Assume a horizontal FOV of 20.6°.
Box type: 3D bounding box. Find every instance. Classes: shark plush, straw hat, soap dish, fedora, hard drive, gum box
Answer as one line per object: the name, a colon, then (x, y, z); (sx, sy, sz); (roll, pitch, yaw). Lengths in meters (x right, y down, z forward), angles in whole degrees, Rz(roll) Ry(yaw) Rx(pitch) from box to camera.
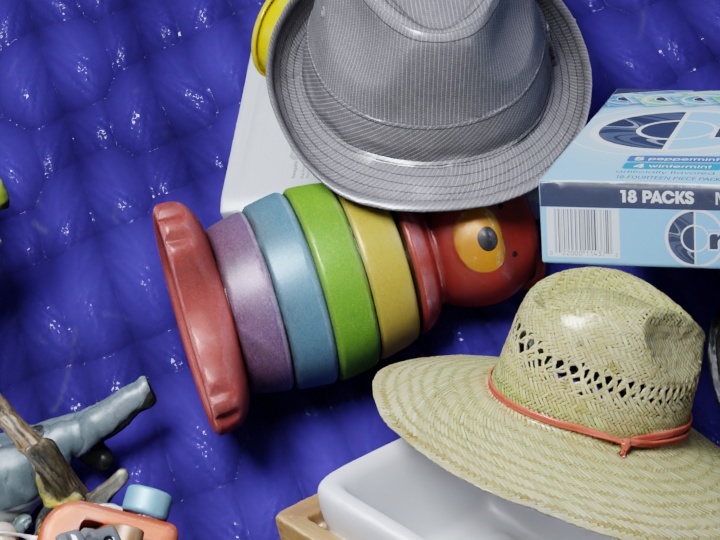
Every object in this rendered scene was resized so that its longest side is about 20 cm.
shark plush: (-0.202, 0.112, 1.049); (0.198, 0.084, 0.091); (-13, 53, 7)
straw hat: (0.112, 0.046, 0.930); (0.200, 0.200, 0.086); (27, 110, 30)
soap dish: (0.081, 0.148, 0.905); (0.199, 0.082, 0.157); (28, 30, 31)
fedora: (0.036, -0.133, 1.045); (0.175, 0.091, 0.201); (0, 46, 2)
hard drive: (0.025, -0.085, 1.159); (0.198, 0.026, 0.133); (-1, 55, 15)
gum box: (0.194, -0.050, 1.003); (0.168, 0.045, 0.200); (2, 19, 18)

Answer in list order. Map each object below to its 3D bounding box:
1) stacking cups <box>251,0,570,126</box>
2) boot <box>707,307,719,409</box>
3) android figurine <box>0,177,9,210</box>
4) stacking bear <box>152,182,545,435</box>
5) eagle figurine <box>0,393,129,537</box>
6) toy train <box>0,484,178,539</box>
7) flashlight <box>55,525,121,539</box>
stacking cups: (0.032, -0.108, 1.117); (0.199, 0.061, 0.061); (23, 64, 29)
boot: (0.210, 0.051, 0.913); (0.069, 0.175, 0.201); (-21, 53, 1)
android figurine: (-0.294, -0.015, 1.080); (0.199, 0.041, 0.182); (-28, 29, -19)
stacking bear: (0.000, 0.000, 1.056); (0.198, 0.114, 0.123); (-16, 89, -8)
eagle figurine: (-0.189, 0.184, 0.973); (0.151, 0.152, 0.200); (29, 56, 20)
toy train: (-0.158, 0.177, 0.881); (0.149, 0.056, 0.202); (20, 72, -3)
flashlight: (-0.097, 0.208, 0.813); (0.068, 0.067, 0.201); (-41, 66, 24)
